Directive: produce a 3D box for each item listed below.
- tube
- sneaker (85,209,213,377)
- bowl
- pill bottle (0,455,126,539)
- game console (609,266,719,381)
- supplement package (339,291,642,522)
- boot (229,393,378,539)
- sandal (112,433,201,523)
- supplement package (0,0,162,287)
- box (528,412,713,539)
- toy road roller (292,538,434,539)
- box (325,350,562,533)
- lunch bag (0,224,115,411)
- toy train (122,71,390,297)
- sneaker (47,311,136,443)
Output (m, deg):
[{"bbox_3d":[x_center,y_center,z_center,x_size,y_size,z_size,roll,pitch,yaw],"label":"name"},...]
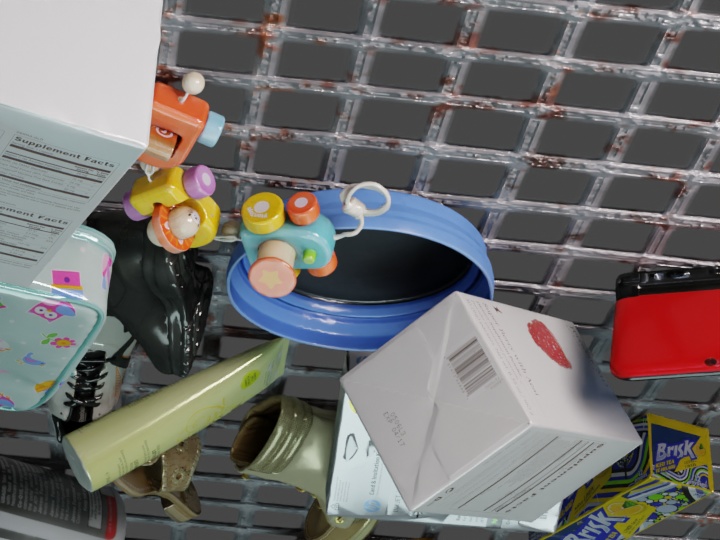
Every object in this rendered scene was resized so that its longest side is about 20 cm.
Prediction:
[{"bbox_3d":[-0.143,0.112,1.755,0.200,0.052,0.058,-28,-160,-20],"label":"tube"},{"bbox_3d":[-0.162,0.011,1.630,0.091,0.076,0.200,9,146,8],"label":"sneaker"},{"bbox_3d":[0.000,0.000,1.615,0.200,0.039,0.201,2,152,1],"label":"bowl"},{"bbox_3d":[-0.328,0.230,1.993,0.200,0.114,0.114,20,147,-29],"label":"pill bottle"},{"bbox_3d":[0.294,0.059,1.621,0.200,0.119,0.172,-4,151,13],"label":"game console"},{"bbox_3d":[0.102,0.106,1.636,0.120,0.121,0.200,-38,156,20],"label":"supplement package"},{"bbox_3d":[-0.047,0.179,1.915,0.155,0.073,0.200,13,145,-22],"label":"boot"},{"bbox_3d":[-0.170,0.165,1.926,0.070,0.078,0.212,-25,153,7],"label":"sandal"},{"bbox_3d":[-0.226,-0.112,1.300,0.151,0.152,0.200,16,149,-23],"label":"supplement package"},{"bbox_3d":[0.229,0.196,1.942,0.070,0.064,0.200,15,149,-24],"label":"box"},{"bbox_3d":[0.017,0.321,2.167,0.200,0.146,0.123,33,162,24],"label":"toy road roller"},{"bbox_3d":[0.078,0.144,1.812,0.200,0.041,0.156,4,125,-6],"label":"box"},{"bbox_3d":[-0.263,0.026,1.527,0.160,0.077,0.200,12,151,-21],"label":"lunch bag"},{"bbox_3d":[-0.087,-0.047,1.468,0.200,0.056,0.150,25,140,-16],"label":"toy train"},{"bbox_3d":[-0.214,0.076,1.734,0.074,0.080,0.200,7,150,-5],"label":"sneaker"}]
